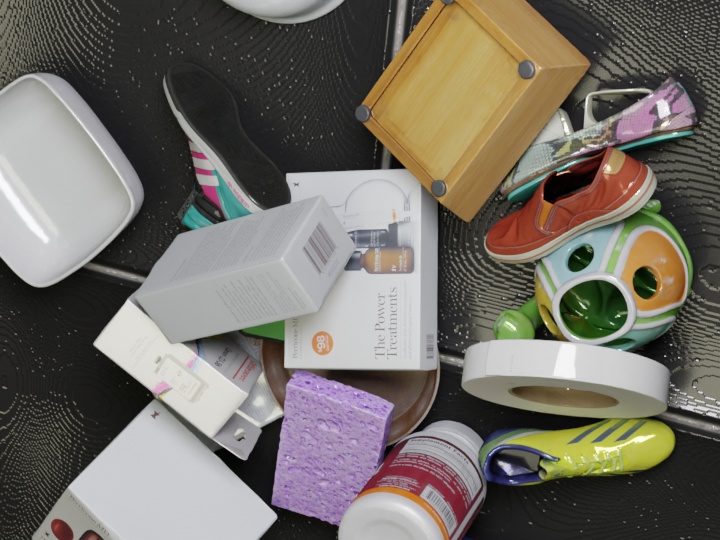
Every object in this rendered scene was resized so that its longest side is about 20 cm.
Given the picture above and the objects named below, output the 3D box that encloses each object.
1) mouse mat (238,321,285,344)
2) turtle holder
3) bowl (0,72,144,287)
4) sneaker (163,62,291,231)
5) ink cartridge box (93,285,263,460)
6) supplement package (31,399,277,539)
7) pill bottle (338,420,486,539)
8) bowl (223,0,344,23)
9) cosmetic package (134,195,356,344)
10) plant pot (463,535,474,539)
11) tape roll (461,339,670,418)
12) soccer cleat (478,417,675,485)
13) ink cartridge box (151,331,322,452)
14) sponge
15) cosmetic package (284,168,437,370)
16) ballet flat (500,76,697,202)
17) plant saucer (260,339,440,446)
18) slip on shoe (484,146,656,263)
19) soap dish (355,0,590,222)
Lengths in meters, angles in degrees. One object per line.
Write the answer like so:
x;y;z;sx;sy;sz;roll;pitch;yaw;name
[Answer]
-0.030;0.005;1.656;0.199;0.008;0.162;11;91;21;mouse mat
0.217;0.013;1.520;0.185;0.132;0.141;4;113;21;turtle holder
-0.338;-0.103;1.744;0.200;0.075;0.200;-35;94;29;bowl
-0.157;-0.108;1.664;0.200;0.083;0.121;57;137;17;sneaker
-0.173;0.103;1.690;0.200;0.116;0.068;39;103;-3;ink cartridge box
-0.232;0.286;1.774;0.191;0.147;0.200;43;146;2;supplement package
0.063;0.235;1.636;0.113;0.200;0.113;9;114;20;pill bottle
-0.094;-0.329;1.540;0.200;0.090;0.202;8;113;19;bowl
-0.114;0.001;1.577;0.200;0.102;0.071;-12;123;37;cosmetic package
0.055;0.375;1.698;0.199;0.180;0.200;25;127;13;plant pot
0.196;0.105;1.538;0.202;0.203;0.037;3;75;22;tape roll
0.217;0.189;1.614;0.199;0.084;0.065;-6;106;15;soccer cleat
-0.138;0.098;1.768;0.200;0.057;0.163;-28;98;9;ink cartridge box
-0.032;0.196;1.695;0.111;0.030;0.200;19;134;10;sponge
0.000;0.000;1.614;0.150;0.052;0.201;-1;87;25;cosmetic package
0.217;-0.129;1.508;0.199;0.069;0.071;-21;83;24;ballet flat
-0.008;0.091;1.693;0.199;0.034;0.201;4;104;17;plant saucer
0.184;-0.063;1.484;0.061;0.074;0.200;41;142;-19;slip on shoe
0.097;-0.168;1.505;0.157;0.081;0.200;47;119;19;soap dish
